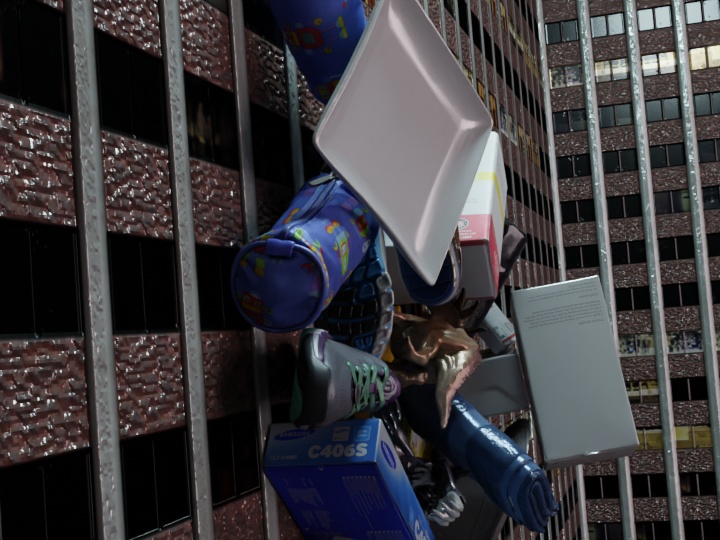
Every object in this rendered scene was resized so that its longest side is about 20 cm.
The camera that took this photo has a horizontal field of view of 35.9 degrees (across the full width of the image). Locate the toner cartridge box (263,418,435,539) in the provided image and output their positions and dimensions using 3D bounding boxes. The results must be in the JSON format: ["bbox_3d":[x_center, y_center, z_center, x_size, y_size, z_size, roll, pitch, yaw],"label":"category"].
[{"bbox_3d":[-0.004,0.199,0.936,0.200,0.095,0.043,69,22,-45],"label":"toner cartridge box"}]

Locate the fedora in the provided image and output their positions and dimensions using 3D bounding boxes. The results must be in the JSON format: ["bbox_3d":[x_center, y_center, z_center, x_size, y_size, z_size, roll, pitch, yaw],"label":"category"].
[{"bbox_3d":[0.118,0.251,1.281,0.177,0.090,0.200,-72,-179,-55],"label":"fedora"}]

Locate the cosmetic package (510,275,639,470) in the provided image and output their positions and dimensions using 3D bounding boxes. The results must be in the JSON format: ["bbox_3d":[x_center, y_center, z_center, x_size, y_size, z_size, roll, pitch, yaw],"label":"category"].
[{"bbox_3d":[0.240,0.118,1.265,0.085,0.107,0.200,67,14,-72],"label":"cosmetic package"}]

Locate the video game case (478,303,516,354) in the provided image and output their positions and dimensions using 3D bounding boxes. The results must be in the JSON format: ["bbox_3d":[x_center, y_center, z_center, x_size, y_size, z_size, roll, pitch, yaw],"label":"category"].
[{"bbox_3d":[0.119,0.014,1.359,0.200,0.017,0.143,52,14,9],"label":"video game case"}]

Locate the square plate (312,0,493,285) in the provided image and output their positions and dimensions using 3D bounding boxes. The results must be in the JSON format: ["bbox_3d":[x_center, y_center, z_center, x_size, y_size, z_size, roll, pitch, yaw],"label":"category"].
[{"bbox_3d":[0.039,-0.121,0.972,0.200,0.028,0.198,49,51,-40],"label":"square plate"}]

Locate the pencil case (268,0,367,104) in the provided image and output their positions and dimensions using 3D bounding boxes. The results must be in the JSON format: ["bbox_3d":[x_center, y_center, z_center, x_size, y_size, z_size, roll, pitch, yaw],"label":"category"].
[{"bbox_3d":[-0.034,-0.234,0.970,0.087,0.078,0.200,-67,151,-28],"label":"pencil case"}]

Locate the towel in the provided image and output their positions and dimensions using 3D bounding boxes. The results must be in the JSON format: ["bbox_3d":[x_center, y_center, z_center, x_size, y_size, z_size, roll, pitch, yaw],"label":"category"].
[{"bbox_3d":[0.112,0.176,1.122,0.200,0.049,0.112,41,-15,40],"label":"towel"}]

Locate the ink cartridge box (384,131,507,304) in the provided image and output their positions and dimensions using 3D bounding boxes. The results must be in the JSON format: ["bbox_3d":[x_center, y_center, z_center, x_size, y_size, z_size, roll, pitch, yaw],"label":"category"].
[{"bbox_3d":[0.081,-0.060,1.215,0.200,0.145,0.083,-76,156,-48],"label":"ink cartridge box"}]

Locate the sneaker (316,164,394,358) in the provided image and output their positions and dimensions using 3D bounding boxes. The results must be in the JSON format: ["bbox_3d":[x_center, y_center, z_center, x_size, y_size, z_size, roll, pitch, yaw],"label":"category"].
[{"bbox_3d":[0.000,0.000,1.059,0.087,0.075,0.200,43,45,-75],"label":"sneaker"}]

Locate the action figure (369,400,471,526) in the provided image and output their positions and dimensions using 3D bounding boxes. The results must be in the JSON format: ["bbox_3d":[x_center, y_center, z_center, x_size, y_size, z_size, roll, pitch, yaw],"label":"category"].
[{"bbox_3d":[0.033,0.199,1.041,0.102,0.119,0.200,-92,157,-46],"label":"action figure"}]

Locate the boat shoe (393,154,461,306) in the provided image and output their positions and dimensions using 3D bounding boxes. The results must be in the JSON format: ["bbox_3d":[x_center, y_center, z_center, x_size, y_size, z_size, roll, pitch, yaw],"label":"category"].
[{"bbox_3d":[0.056,-0.063,1.082,0.072,0.072,0.200,9,73,-73],"label":"boat shoe"}]

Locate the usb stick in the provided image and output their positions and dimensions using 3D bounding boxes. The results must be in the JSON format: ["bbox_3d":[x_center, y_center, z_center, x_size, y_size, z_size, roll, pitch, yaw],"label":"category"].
[{"bbox_3d":[0.125,0.032,1.259,0.055,0.033,0.200,33,83,-30],"label":"usb stick"}]

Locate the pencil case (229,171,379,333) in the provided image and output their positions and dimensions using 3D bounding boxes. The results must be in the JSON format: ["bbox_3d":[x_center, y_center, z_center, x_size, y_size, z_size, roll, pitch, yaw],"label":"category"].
[{"bbox_3d":[-0.040,-0.022,0.908,0.200,0.078,0.087,-56,148,-65],"label":"pencil case"}]

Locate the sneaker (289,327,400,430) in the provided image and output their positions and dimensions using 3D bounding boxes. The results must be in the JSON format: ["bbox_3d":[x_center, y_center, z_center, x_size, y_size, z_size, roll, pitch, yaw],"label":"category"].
[{"bbox_3d":[-0.008,0.083,0.870,0.200,0.087,0.075,-134,-129,-87],"label":"sneaker"}]

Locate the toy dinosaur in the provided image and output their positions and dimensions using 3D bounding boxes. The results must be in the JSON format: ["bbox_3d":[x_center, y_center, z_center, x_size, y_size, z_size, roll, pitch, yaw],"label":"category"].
[{"bbox_3d":[0.078,0.074,1.091,0.200,0.135,0.086,-127,-133,-56],"label":"toy dinosaur"}]

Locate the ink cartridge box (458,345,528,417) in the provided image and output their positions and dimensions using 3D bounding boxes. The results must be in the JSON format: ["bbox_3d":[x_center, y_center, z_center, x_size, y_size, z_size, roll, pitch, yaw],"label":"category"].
[{"bbox_3d":[0.139,0.137,1.366,0.200,0.116,0.068,8,71,-85],"label":"ink cartridge box"}]

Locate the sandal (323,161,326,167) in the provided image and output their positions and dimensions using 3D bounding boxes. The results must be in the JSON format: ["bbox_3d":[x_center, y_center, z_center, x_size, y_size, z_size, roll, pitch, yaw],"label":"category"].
[{"bbox_3d":[0.009,-0.144,1.154,0.070,0.078,0.212,48,33,19],"label":"sandal"}]

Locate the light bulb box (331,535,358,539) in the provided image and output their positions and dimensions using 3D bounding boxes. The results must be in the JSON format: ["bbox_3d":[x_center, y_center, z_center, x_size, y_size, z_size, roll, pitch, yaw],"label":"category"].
[{"bbox_3d":[0.070,0.337,0.921,0.198,0.200,0.125,69,36,-44],"label":"light bulb box"}]

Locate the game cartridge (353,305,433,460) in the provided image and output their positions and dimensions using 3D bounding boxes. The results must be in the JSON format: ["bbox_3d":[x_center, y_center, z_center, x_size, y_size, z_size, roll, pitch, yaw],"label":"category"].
[{"bbox_3d":[0.038,0.160,1.205,0.176,0.032,0.200,-71,152,-55],"label":"game cartridge"}]
